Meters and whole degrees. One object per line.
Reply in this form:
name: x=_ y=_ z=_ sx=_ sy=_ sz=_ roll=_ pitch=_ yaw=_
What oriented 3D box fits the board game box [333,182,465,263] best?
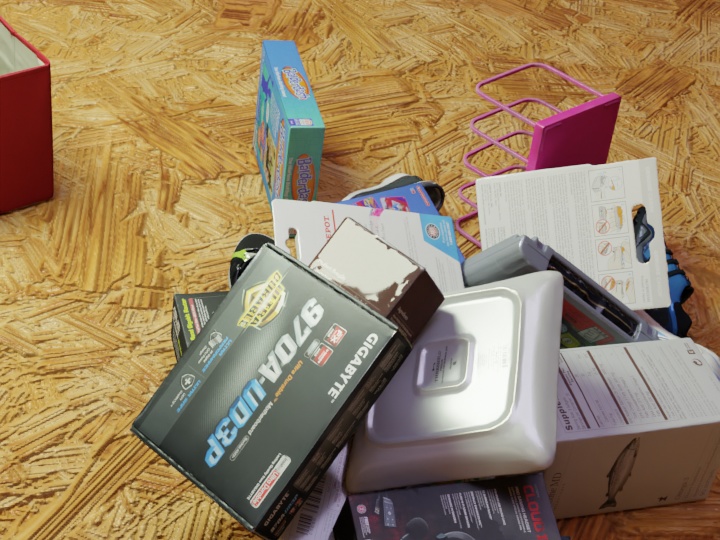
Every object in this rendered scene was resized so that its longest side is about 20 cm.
board game box: x=0.050 y=0.008 z=1.362 sx=0.133 sy=0.045 sz=0.202 roll=-14 pitch=63 yaw=-29

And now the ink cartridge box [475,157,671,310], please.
ink cartridge box: x=0.229 y=-0.030 z=1.360 sx=0.197 sy=0.164 sz=0.050 roll=-6 pitch=-3 yaw=17

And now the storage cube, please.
storage cube: x=-0.465 y=-0.174 z=1.422 sx=0.198 sy=0.182 sz=0.171 roll=-23 pitch=48 yaw=-34

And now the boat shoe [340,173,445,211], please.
boat shoe: x=0.029 y=-0.063 z=1.468 sx=0.060 sy=0.077 sz=0.200 roll=11 pitch=35 yaw=32

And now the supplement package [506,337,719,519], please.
supplement package: x=0.242 y=0.152 z=1.211 sx=0.197 sy=0.118 sz=0.118 roll=-4 pitch=41 yaw=-17

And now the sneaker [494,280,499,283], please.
sneaker: x=0.117 y=0.077 z=1.242 sx=0.085 sy=0.200 sz=0.077 roll=-35 pitch=67 yaw=-8

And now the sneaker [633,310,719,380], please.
sneaker: x=0.295 y=0.086 z=1.350 sx=0.199 sy=0.073 sz=0.072 roll=28 pitch=51 yaw=28

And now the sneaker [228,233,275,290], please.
sneaker: x=-0.094 y=0.012 z=1.239 sx=0.071 sy=0.084 sz=0.201 roll=4 pitch=37 yaw=-8

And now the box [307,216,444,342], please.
box: x=-0.028 y=0.065 z=1.112 sx=0.100 sy=0.075 sz=0.201 roll=34 pitch=83 yaw=32

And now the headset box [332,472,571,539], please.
headset box: x=0.090 y=0.259 z=1.044 sx=0.197 sy=0.078 sz=0.151 roll=-3 pitch=58 yaw=-15

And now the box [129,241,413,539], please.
box: x=-0.075 y=0.098 z=1.045 sx=0.158 sy=0.046 sz=0.201 roll=32 pitch=81 yaw=31

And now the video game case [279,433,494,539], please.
video game case: x=0.032 y=0.185 z=1.138 sx=0.180 sy=0.022 sz=0.202 roll=17 pitch=55 yaw=-3

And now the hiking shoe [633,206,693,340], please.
hiking shoe: x=0.343 y=0.010 z=1.466 sx=0.086 sy=0.075 sz=0.202 roll=17 pitch=47 yaw=-2

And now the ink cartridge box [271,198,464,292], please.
ink cartridge box: x=0.000 y=0.000 z=1.274 sx=0.197 sy=0.068 sz=0.116 roll=6 pitch=54 yaw=-19

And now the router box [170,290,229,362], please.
router box: x=-0.100 y=0.102 z=1.244 sx=0.148 sy=0.063 sz=0.201 roll=-3 pitch=39 yaw=-17

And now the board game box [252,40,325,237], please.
board game box: x=-0.089 y=-0.161 z=1.511 sx=0.044 sy=0.154 sz=0.201 roll=-1 pitch=39 yaw=-14

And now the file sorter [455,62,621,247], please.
file sorter: x=0.201 y=-0.125 z=1.493 sx=0.138 sy=0.202 sz=0.125 roll=-23 pitch=45 yaw=-36

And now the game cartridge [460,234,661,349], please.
game cartridge: x=0.198 y=0.044 z=1.288 sx=0.199 sy=0.133 sz=0.041 roll=36 pitch=63 yaw=-17

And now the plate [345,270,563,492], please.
plate: x=0.079 y=0.090 z=1.108 sx=0.198 sy=0.032 sz=0.202 roll=-11 pitch=50 yaw=27
